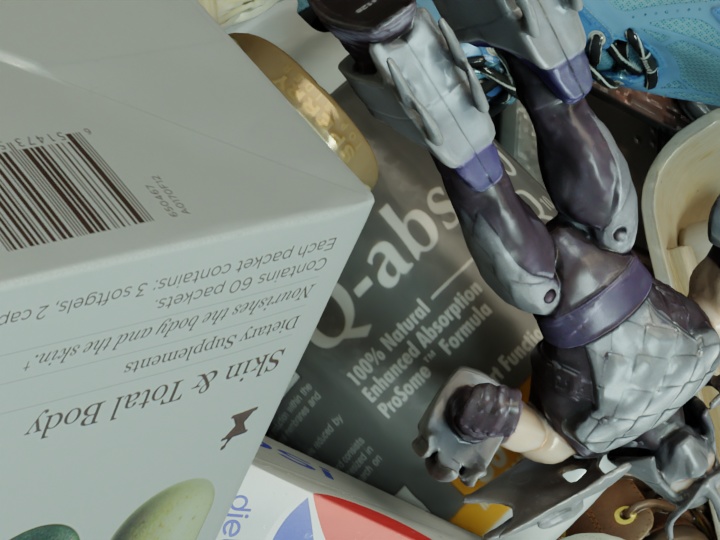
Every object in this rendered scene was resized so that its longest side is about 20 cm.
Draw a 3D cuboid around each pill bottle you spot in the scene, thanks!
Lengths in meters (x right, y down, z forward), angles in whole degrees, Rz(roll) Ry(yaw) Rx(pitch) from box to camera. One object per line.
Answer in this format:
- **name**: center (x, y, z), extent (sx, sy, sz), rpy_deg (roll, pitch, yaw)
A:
- **pill bottle**: center (0.000, 0.000, 0.875), extent (0.200, 0.116, 0.116), rpy_deg (45, 46, 4)

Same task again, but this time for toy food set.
- **toy food set**: center (0.163, 0.056, 0.986), extent (0.143, 0.060, 0.201), rpy_deg (31, 44, -60)

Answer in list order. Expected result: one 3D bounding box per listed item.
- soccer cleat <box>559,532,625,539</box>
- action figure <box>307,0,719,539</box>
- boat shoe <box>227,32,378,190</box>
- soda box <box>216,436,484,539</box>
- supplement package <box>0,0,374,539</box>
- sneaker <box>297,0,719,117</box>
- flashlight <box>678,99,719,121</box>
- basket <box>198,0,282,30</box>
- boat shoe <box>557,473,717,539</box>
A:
- **soccer cleat**: center (0.125, 0.158, 0.842), extent (0.069, 0.078, 0.201), rpy_deg (-33, 88, -34)
- **action figure**: center (0.055, -0.005, 0.760), extent (0.130, 0.069, 0.201), rpy_deg (-39, 117, -19)
- **boat shoe**: center (-0.058, -0.007, 0.749), extent (0.071, 0.200, 0.065), rpy_deg (43, 70, -3)
- **soda box**: center (-0.005, 0.093, 0.781), extent (0.199, 0.068, 0.064), rpy_deg (26, 93, -7)
- **supplement package**: center (-0.126, 0.024, 0.631), extent (0.151, 0.201, 0.151), rpy_deg (-13, 51, -42)
- **sneaker**: center (0.059, -0.076, 0.960), extent (0.090, 0.199, 0.079), rpy_deg (-61, 150, -27)
- **flashlight**: center (0.208, -0.020, 1.109), extent (0.200, 0.068, 0.068), rpy_deg (45, 45, -17)
- **basket**: center (-0.078, -0.165, 0.764), extent (0.200, 0.160, 0.200), rpy_deg (-30, 117, -45)
- **boat shoe**: center (0.091, 0.093, 0.942), extent (0.072, 0.067, 0.201), rpy_deg (7, 63, -33)
